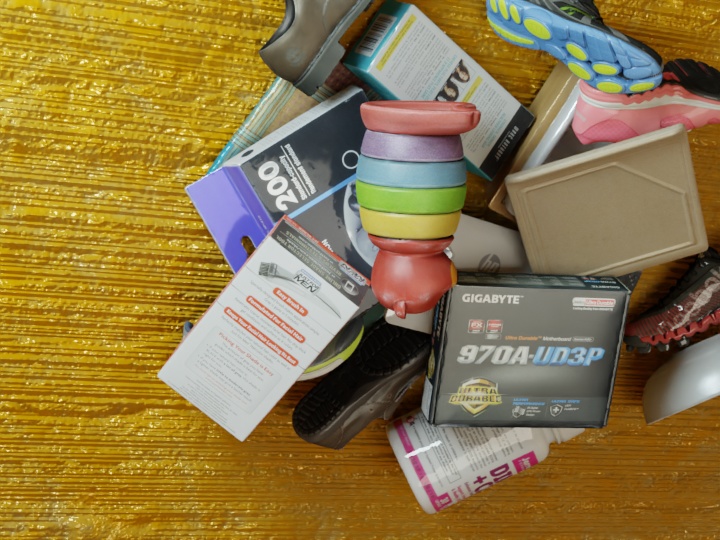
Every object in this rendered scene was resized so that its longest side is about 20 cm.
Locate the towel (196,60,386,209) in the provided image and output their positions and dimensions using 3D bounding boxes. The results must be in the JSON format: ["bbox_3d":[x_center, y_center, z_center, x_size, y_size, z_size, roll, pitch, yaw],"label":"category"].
[{"bbox_3d":[-0.059,-0.116,1.640,0.147,0.022,0.200,31,101,-35],"label":"towel"}]

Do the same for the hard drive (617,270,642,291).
[{"bbox_3d":[0.208,0.031,1.822,0.200,0.042,0.135,9,113,-34],"label":"hard drive"}]

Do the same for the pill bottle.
[{"bbox_3d":[0.139,0.178,1.819,0.200,0.113,0.113,-26,125,2],"label":"pill bottle"}]

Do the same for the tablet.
[{"bbox_3d":[0.124,0.014,1.721,0.200,0.014,0.130,15,98,-34],"label":"tablet"}]

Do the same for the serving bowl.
[{"bbox_3d":[0.413,0.112,1.909,0.200,0.200,0.066,-20,80,-14],"label":"serving bowl"}]

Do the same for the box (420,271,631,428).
[{"bbox_3d":[0.170,0.084,1.709,0.200,0.046,0.159,3,109,-15],"label":"box"}]

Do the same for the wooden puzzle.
[{"bbox_3d":[0.253,-0.062,1.677,0.185,0.037,0.200,-16,138,6],"label":"wooden puzzle"}]

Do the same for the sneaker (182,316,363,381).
[{"bbox_3d":[-0.092,0.071,1.691,0.200,0.074,0.081,-16,121,-12],"label":"sneaker"}]

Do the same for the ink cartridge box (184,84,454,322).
[{"bbox_3d":[-0.039,-0.047,1.614,0.200,0.043,0.198,-32,106,-6],"label":"ink cartridge box"}]

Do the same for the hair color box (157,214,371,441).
[{"bbox_3d":[-0.094,0.058,1.597,0.111,0.064,0.200,38,117,-5],"label":"hair color box"}]

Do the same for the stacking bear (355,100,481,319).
[{"bbox_3d":[0.051,-0.057,1.559,0.113,0.121,0.200,2,100,0],"label":"stacking bear"}]

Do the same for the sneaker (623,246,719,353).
[{"bbox_3d":[0.388,0.027,1.894,0.200,0.071,0.098,-23,94,11],"label":"sneaker"}]

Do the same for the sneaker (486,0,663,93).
[{"bbox_3d":[0.215,-0.238,1.598,0.083,0.199,0.071,-40,144,-25],"label":"sneaker"}]

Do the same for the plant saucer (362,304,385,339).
[{"bbox_3d":[0.060,0.037,1.781,0.200,0.019,0.070,-46,126,4],"label":"plant saucer"}]

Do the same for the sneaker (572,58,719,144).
[{"bbox_3d":[0.300,-0.162,1.662,0.200,0.074,0.087,1,130,-21],"label":"sneaker"}]

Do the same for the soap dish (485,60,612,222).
[{"bbox_3d":[0.235,-0.129,1.731,0.157,0.081,0.200,24,105,-33],"label":"soap dish"}]

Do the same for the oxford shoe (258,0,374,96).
[{"bbox_3d":[-0.028,-0.269,1.541,0.084,0.073,0.200,31,93,-16],"label":"oxford shoe"}]

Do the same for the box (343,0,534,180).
[{"bbox_3d":[0.081,-0.179,1.642,0.200,0.049,0.082,38,84,-35],"label":"box"}]

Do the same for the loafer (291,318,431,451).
[{"bbox_3d":[0.017,0.118,1.761,0.200,0.073,0.071,-38,139,2],"label":"loafer"}]
